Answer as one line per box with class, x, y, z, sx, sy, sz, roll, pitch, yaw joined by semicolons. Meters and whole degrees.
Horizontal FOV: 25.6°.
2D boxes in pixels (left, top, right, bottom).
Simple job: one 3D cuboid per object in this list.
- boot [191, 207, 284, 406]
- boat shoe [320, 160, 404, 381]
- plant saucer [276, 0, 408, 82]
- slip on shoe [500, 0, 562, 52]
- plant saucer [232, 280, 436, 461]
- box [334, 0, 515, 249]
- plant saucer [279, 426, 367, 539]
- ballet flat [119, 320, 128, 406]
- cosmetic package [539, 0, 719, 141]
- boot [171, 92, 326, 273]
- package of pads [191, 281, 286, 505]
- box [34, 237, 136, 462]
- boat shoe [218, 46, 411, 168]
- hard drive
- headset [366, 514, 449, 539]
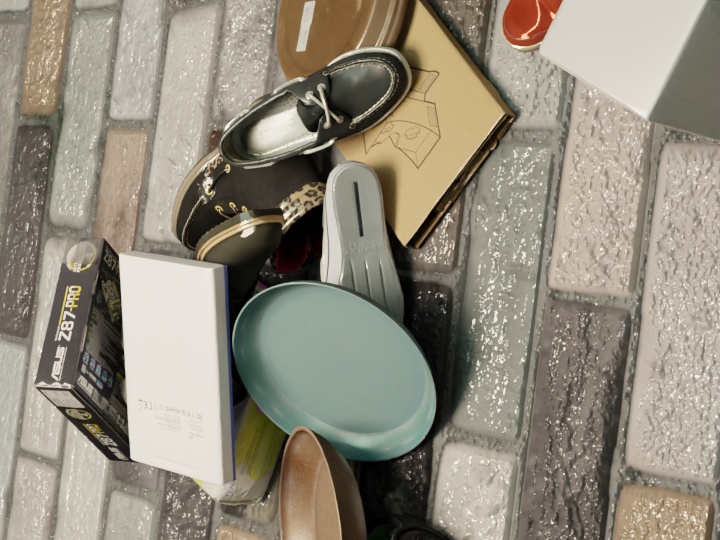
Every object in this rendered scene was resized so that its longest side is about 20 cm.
boot;-0.113;0.044;1.480;0.200;0.077;0.140;-46;56;47
boat shoe;0.000;0.000;1.469;0.067;0.073;0.203;-169;79;-79
plant saucer;-0.023;-0.253;1.526;0.199;0.029;0.203;-22;62;49
slip on shoe;0.177;-0.265;1.314;0.200;0.061;0.075;-48;54;32
plant saucer;-0.021;0.087;1.421;0.198;0.027;0.202;14;129;18
box;0.044;-0.146;1.466;0.164;0.021;0.201;-53;51;27
plant saucer;-0.031;0.241;1.434;0.200;0.036;0.203;177;90;-73
ballet flat;-0.210;0.094;1.575;0.069;0.069;0.203;-14;72;44
cosmetic package;0.264;-0.199;1.111;0.123;0.198;0.202;42;114;41
boot;-0.104;-0.058;1.579;0.200;0.073;0.151;-48;53;24
package of pads;-0.127;0.113;1.577;0.154;0.068;0.202;35;110;45
box;-0.254;0.083;1.600;0.049;0.200;0.163;2;64;17
boat shoe;-0.044;-0.144;1.466;0.199;0.060;0.076;-27;96;29
hard drive;-0.172;0.089;1.482;0.131;0.025;0.203;9;105;41
headset;0.060;0.286;1.370;0.200;0.093;0.125;24;106;61
